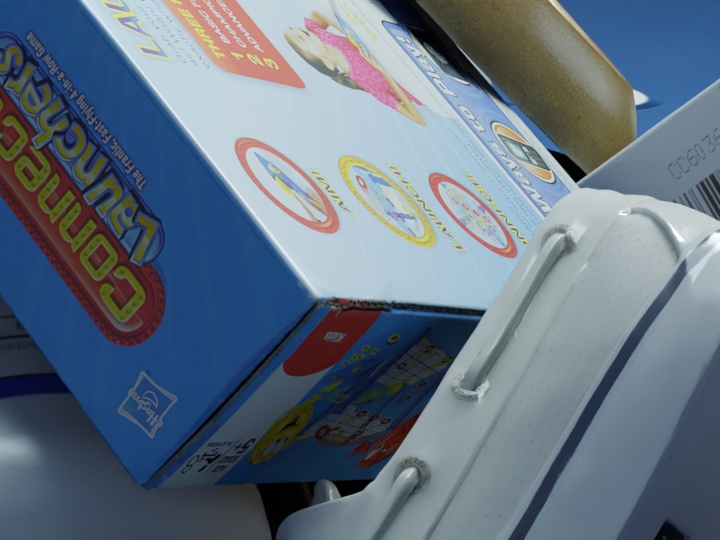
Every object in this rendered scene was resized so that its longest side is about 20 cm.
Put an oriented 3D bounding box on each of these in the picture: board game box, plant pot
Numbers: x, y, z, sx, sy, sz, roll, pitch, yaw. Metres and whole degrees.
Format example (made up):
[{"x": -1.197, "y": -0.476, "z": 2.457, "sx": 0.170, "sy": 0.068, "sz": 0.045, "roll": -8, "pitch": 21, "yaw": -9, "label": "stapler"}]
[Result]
[{"x": -0.033, "y": -0.041, "z": 0.586, "sx": 0.200, "sy": 0.056, "sz": 0.196, "roll": 52, "pitch": 21, "yaw": 22, "label": "board game box"}, {"x": 0.019, "y": -0.104, "z": 0.732, "sx": 0.200, "sy": 0.027, "sz": 0.200, "roll": 46, "pitch": 8, "yaw": -8, "label": "plant pot"}]

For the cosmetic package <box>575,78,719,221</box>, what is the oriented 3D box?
[{"x": 0.156, "y": -0.020, "z": 0.719, "sx": 0.113, "sy": 0.081, "sz": 0.200, "roll": -37, "pitch": -16, "yaw": 32, "label": "cosmetic package"}]

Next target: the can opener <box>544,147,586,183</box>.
[{"x": 0.075, "y": 0.048, "z": 0.704, "sx": 0.067, "sy": 0.053, "sz": 0.200, "roll": 15, "pitch": 40, "yaw": -18, "label": "can opener"}]

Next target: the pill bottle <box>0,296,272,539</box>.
[{"x": -0.081, "y": 0.050, "z": 0.569, "sx": 0.112, "sy": 0.112, "sz": 0.200, "roll": 1, "pitch": 40, "yaw": -19, "label": "pill bottle"}]

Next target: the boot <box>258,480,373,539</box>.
[{"x": -0.017, "y": 0.015, "z": 0.660, "sx": 0.074, "sy": 0.075, "sz": 0.200, "roll": -12, "pitch": 62, "yaw": -15, "label": "boot"}]

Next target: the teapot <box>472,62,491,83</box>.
[{"x": -0.062, "y": -0.064, "z": 0.862, "sx": 0.146, "sy": 0.200, "sz": 0.197, "roll": 34, "pitch": 24, "yaw": -54, "label": "teapot"}]

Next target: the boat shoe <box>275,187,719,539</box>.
[{"x": 0.015, "y": 0.069, "z": 0.487, "sx": 0.070, "sy": 0.200, "sz": 0.071, "roll": 26, "pitch": -10, "yaw": 34, "label": "boat shoe"}]
